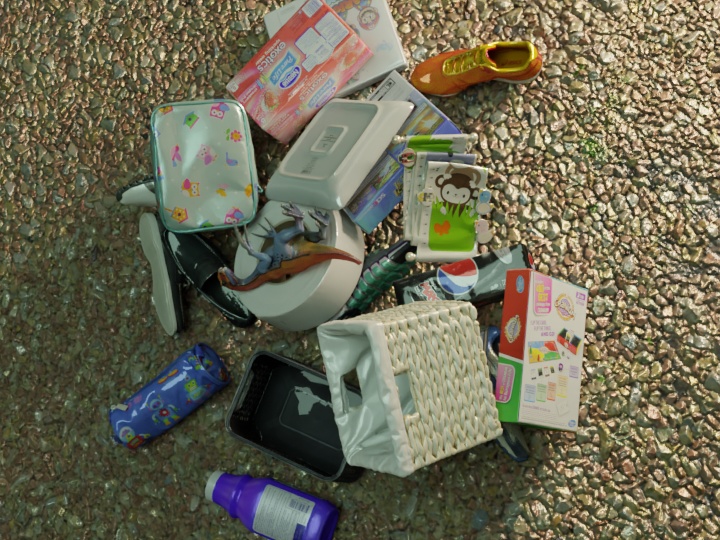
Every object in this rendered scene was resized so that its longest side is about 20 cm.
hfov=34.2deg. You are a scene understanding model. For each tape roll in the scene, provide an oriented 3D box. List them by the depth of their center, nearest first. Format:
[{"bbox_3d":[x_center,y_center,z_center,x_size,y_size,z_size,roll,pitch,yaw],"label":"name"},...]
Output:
[{"bbox_3d":[-0.093,-0.015,1.732,0.201,0.071,0.204,-17,60,32],"label":"tape roll"}]

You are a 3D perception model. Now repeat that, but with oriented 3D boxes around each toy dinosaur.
[{"bbox_3d":[-0.123,-0.014,1.653,0.200,0.105,0.182,52,123,31],"label":"toy dinosaur"}]

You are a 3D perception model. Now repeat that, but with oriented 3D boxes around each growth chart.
[{"bbox_3d":[0.121,-0.102,1.664,0.143,0.018,0.202,-8,108,-10],"label":"growth chart"}]

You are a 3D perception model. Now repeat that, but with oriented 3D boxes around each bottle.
[{"bbox_3d":[-0.133,0.348,1.711,0.199,0.065,0.084,17,84,22],"label":"bottle"}]

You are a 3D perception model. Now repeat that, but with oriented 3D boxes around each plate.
[{"bbox_3d":[-0.041,-0.182,1.718,0.199,0.032,0.201,14,64,51],"label":"plate"}]

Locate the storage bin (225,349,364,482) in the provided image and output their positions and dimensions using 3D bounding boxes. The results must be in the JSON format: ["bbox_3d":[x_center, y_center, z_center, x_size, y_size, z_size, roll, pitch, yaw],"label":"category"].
[{"bbox_3d":[-0.079,0.213,1.704,0.199,0.094,0.136,21,87,23],"label":"storage bin"}]

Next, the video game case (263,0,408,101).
[{"bbox_3d":[-0.041,-0.361,1.843,0.199,0.024,0.183,-22,73,14],"label":"video game case"}]

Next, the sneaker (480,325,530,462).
[{"bbox_3d":[0.198,0.166,1.626,0.085,0.077,0.201,-26,72,9],"label":"sneaker"}]

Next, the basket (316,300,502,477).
[{"bbox_3d":[0.060,0.148,1.547,0.160,0.200,0.200,-14,93,-23],"label":"basket"}]

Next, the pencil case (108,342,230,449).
[{"bbox_3d":[-0.298,0.192,1.792,0.199,0.087,0.078,-36,37,9],"label":"pencil case"}]

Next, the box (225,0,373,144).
[{"bbox_3d":[-0.092,-0.305,1.787,0.200,0.095,0.103,-45,69,7],"label":"box"}]

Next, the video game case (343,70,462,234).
[{"bbox_3d":[0.032,-0.177,1.729,0.200,0.045,0.181,-46,40,7],"label":"video game case"}]

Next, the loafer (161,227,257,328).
[{"bbox_3d":[-0.228,0.004,1.782,0.068,0.070,0.201,-41,88,-6],"label":"loafer"}]

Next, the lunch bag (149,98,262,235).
[{"bbox_3d":[-0.230,-0.153,1.751,0.159,0.077,0.202,-7,96,-12],"label":"lunch bag"}]

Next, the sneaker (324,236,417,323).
[{"bbox_3d":[0.000,0.000,1.731,0.200,0.074,0.088,-43,64,8],"label":"sneaker"}]

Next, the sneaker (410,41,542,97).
[{"bbox_3d":[0.167,-0.308,1.728,0.198,0.077,0.074,-9,72,17],"label":"sneaker"}]

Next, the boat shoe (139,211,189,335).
[{"bbox_3d":[-0.298,0.002,1.842,0.074,0.060,0.201,-42,60,54],"label":"boat shoe"}]

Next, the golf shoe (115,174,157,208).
[{"bbox_3d":[-0.279,-0.103,1.818,0.198,0.078,0.095,-4,88,-9],"label":"golf shoe"}]

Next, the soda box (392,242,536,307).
[{"bbox_3d":[0.151,0.021,1.671,0.199,0.071,0.064,-17,78,16],"label":"soda box"}]

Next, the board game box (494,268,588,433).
[{"bbox_3d":[0.245,0.111,1.576,0.040,0.152,0.202,-2,77,41],"label":"board game box"}]
